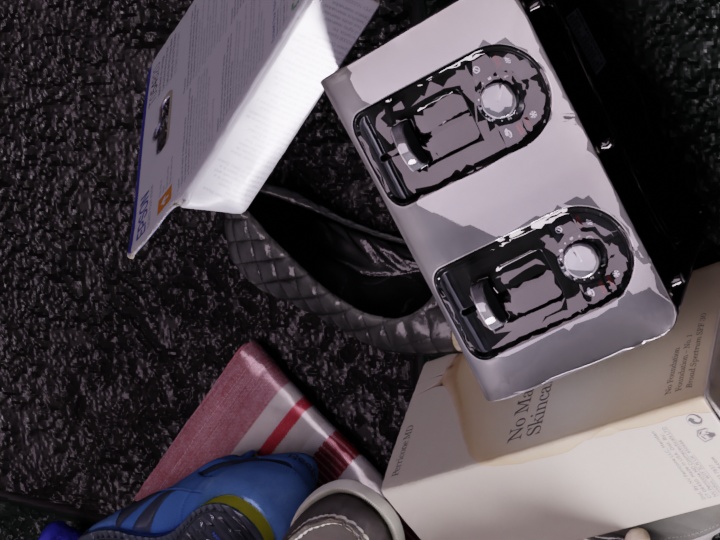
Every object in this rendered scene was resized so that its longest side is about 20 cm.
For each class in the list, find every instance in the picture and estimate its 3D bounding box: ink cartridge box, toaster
[{"bbox_3d":[-0.056,-0.125,1.065,0.040,0.201,0.200,25,123,-20],"label":"ink cartridge box"},{"bbox_3d":[0.083,-0.056,0.979,0.118,0.200,0.182,-25,97,19],"label":"toaster"}]

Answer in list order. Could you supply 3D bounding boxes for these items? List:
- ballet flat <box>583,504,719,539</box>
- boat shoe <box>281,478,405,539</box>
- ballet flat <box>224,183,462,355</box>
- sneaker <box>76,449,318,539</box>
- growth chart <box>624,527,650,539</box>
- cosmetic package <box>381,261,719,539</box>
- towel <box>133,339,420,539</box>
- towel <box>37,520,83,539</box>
[{"bbox_3d":[0.152,0.132,1.069,0.199,0.068,0.064,-23,115,36],"label":"ballet flat"},{"bbox_3d":[-0.032,0.193,1.103,0.071,0.061,0.202,36,136,10],"label":"boat shoe"},{"bbox_3d":[0.000,0.000,1.118,0.199,0.067,0.057,17,147,32],"label":"ballet flat"},{"bbox_3d":[-0.097,0.155,1.207,0.199,0.078,0.066,-24,107,47],"label":"sneaker"},{"bbox_3d":[0.053,0.205,1.036,0.199,0.145,0.018,-20,118,46],"label":"growth chart"},{"bbox_3d":[0.118,0.079,1.034,0.199,0.104,0.073,-21,122,33],"label":"cosmetic package"},{"bbox_3d":[-0.036,0.160,1.215,0.200,0.023,0.144,45,120,13],"label":"towel"},{"bbox_3d":[-0.145,0.270,1.289,0.199,0.049,0.149,28,107,27],"label":"towel"}]
